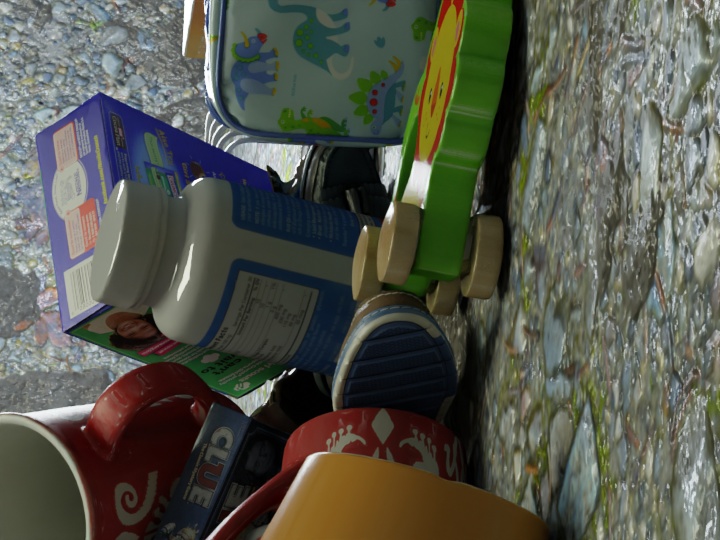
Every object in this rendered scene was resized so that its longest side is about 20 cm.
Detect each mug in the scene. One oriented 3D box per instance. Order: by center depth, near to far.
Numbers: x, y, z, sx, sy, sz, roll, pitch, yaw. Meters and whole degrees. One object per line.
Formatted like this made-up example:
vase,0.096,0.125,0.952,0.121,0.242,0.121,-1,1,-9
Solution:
mug,-0.005,0.178,1.285,0.178,0.133,0.201,44,-141,-43
mug,-0.153,0.145,1.600,0.177,0.200,0.134,-22,82,36

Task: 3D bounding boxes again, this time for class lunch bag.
lunch bag,-0.026,-0.184,1.536,0.082,0.160,0.201,-152,64,-81

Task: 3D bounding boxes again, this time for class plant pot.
plant pot,0.007,0.193,1.104,0.200,0.199,0.184,122,166,-75

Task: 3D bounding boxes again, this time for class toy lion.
toy lion,0.049,-0.078,1.334,0.200,0.068,0.193,141,138,-81

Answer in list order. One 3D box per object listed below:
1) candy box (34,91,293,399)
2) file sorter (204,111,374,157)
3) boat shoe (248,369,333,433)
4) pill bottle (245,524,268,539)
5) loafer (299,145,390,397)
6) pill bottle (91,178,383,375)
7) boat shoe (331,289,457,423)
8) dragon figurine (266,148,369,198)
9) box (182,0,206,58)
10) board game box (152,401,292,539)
candy box,-0.139,-0.016,1.711,0.077,0.200,0.170,-28,58,29
file sorter,-0.065,-0.061,1.929,0.200,0.124,0.140,-117,31,-75
boat shoe,-0.034,0.102,1.766,0.075,0.075,0.202,-53,-1,25
pill bottle,-0.025,0.274,1.538,0.112,0.111,0.201,117,156,-72
loafer,0.000,0.000,1.685,0.063,0.071,0.201,19,114,63
pill bottle,-0.074,0.001,1.557,0.112,0.199,0.113,-166,90,-74
boat shoe,0.016,0.061,1.364,0.200,0.072,0.073,90,173,-57
dragon figurine,-0.011,-0.043,1.748,0.059,0.099,0.201,-111,7,-72
box,-0.060,-0.254,1.858,0.200,0.151,0.107,111,161,-69
board game box,-0.098,0.200,1.589,0.135,0.034,0.201,30,-97,-62
